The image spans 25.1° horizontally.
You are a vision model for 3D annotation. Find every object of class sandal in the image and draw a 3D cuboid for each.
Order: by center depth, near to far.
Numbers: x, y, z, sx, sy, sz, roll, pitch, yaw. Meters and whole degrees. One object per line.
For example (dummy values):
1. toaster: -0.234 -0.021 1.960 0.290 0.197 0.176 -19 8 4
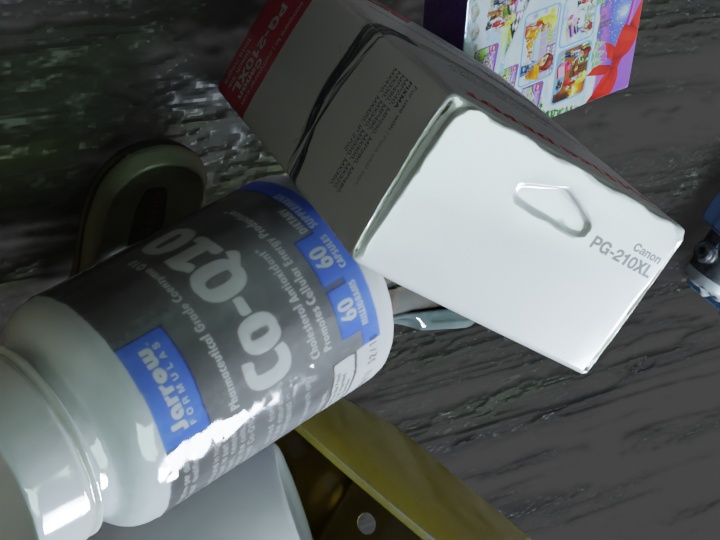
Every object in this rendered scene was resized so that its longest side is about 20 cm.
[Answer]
1. sandal: -0.115 0.028 0.831 0.080 0.057 0.201 -17 135 -34

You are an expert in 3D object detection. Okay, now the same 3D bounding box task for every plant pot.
1. plant pot: -0.011 0.190 0.981 0.176 0.200 0.200 3 121 -59

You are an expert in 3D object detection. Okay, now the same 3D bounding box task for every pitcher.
1. pitcher: -0.119 0.179 0.867 0.199 0.121 0.172 -19 128 1

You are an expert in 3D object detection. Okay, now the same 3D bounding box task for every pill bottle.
1. pill bottle: -0.092 0.045 0.742 0.200 0.114 0.114 -31 141 -33

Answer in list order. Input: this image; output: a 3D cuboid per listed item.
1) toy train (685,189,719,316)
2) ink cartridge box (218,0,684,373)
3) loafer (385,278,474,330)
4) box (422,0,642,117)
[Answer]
1. toy train: 0.309 -0.048 1.168 0.114 0.087 0.200 20 110 -41
2. ink cartridge box: 0.036 -0.054 0.762 0.145 0.200 0.084 26 104 -31
3. loafer: 0.000 0.000 0.927 0.200 0.072 0.063 0 103 -53
4. box: 0.099 -0.170 0.883 0.137 0.039 0.200 -23 136 -28
